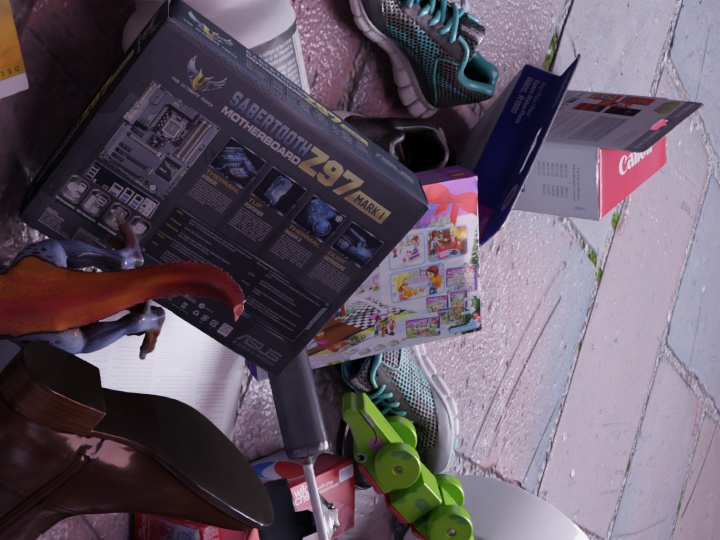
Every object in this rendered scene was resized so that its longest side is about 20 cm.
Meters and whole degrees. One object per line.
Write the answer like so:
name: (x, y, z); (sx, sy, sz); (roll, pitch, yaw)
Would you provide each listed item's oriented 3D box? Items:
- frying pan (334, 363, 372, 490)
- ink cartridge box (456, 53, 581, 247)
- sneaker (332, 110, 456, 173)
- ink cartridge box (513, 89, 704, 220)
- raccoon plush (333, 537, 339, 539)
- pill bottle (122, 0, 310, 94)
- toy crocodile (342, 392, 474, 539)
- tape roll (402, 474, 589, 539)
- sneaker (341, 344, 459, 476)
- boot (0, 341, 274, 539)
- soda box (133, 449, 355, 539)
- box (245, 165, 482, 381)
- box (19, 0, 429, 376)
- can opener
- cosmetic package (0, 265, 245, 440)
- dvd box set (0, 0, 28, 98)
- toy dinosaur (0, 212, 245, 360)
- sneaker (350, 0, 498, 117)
frying pan: (0.017, 0.122, 1.076); (0.115, 0.031, 0.190); (-36, 130, -50)
ink cartridge box: (0.114, -0.090, 1.046); (0.196, 0.043, 0.200); (-63, -176, -24)
sneaker: (0.047, -0.098, 0.998); (0.200, 0.090, 0.067); (5, 96, -57)
ink cartridge box: (0.260, -0.128, 1.238); (0.200, 0.175, 0.084); (-33, 125, -48)
raccoon plush: (0.026, 0.265, 1.002); (0.200, 0.097, 0.134); (-26, 154, -26)
pill bottle: (-0.092, -0.123, 0.754); (0.116, 0.116, 0.200); (-42, 132, -44)
toy crocodile: (0.042, 0.186, 0.973); (0.200, 0.062, 0.068); (52, 10, -20)
tape roll: (0.144, 0.302, 1.160); (0.071, 0.202, 0.203); (-53, 139, -35)
sneaker: (0.022, 0.096, 1.010); (0.091, 0.078, 0.200); (-22, 94, -45)
boot: (-0.176, 0.148, 0.635); (0.186, 0.064, 0.200); (37, 108, -27)
soda box: (-0.086, 0.196, 0.895); (0.200, 0.070, 0.063); (-11, 105, -56)
box: (0.000, 0.000, 0.908); (0.200, 0.039, 0.137); (-11, 112, -19)
box: (-0.082, -0.046, 0.702); (0.200, 0.051, 0.158); (33, 110, -23)
can opener: (-0.058, 0.125, 0.832); (0.053, 0.067, 0.200); (102, -26, -81)
cosmetic package: (-0.160, 0.081, 0.768); (0.200, 0.052, 0.151); (10, 88, -57)
dvd box set: (-0.253, -0.170, 0.576); (0.146, 0.029, 0.200); (-34, 126, -48)
toy dinosaur: (-0.197, 0.003, 0.599); (0.181, 0.200, 0.105); (-2, 76, -44)
sneaker: (0.060, -0.211, 0.971); (0.200, 0.091, 0.078); (50, 50, -50)
